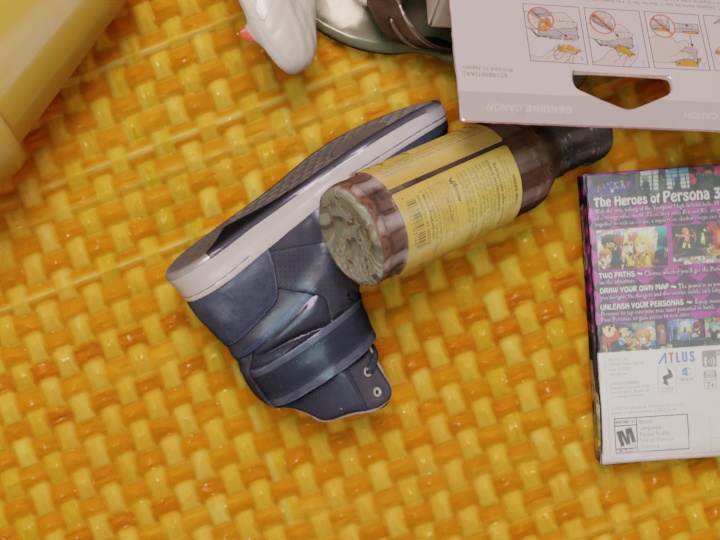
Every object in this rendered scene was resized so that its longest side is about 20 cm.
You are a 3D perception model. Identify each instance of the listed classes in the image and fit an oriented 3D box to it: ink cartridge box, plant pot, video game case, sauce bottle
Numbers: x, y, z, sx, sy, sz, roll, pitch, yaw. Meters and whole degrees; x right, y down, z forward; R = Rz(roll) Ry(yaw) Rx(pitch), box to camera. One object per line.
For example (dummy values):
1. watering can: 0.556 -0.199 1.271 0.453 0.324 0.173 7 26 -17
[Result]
1. ink cartridge box: 0.138 -0.151 0.751 0.197 0.045 0.179 1 68 -11
2. plant pot: -0.239 -0.159 0.752 0.189 0.201 0.201 -44 90 -13
3. video game case: 0.240 0.024 0.810 0.197 0.036 0.184 -5 92 2
4. sauce bottle: 0.069 -0.053 0.760 0.198 0.064 0.066 -23 92 -30

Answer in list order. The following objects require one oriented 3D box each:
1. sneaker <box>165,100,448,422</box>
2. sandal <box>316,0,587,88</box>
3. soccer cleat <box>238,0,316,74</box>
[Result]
1. sneaker: -0.001 0.000 0.801 0.201 0.077 0.147 -37 104 -11
2. sandal: 0.049 -0.165 0.790 0.198 0.057 0.081 20 90 15
3. soccer cleat: -0.054 -0.220 0.780 0.077 0.069 0.203 -19 78 19
